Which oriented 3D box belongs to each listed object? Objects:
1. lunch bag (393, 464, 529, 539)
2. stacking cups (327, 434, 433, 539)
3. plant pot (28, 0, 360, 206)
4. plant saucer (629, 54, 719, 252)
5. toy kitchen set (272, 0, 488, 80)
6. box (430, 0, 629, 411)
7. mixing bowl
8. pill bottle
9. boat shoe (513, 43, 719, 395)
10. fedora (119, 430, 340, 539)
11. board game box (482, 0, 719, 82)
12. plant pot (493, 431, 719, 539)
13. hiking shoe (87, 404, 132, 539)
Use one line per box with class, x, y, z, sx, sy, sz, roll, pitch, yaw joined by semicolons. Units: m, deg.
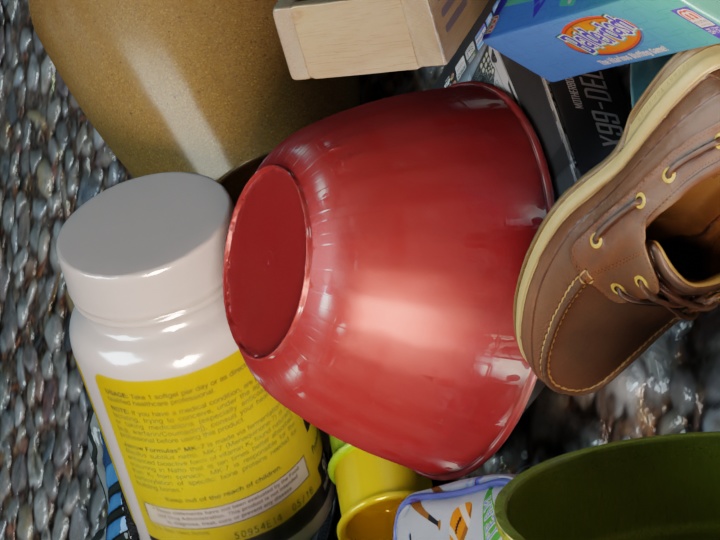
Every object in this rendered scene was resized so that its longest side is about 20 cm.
lunch bag;0.072;0.191;1.284;0.160;0.075;0.200;157;115;-63
stacking cups;-0.001;0.061;1.475;0.061;0.060;0.200;121;147;-41
plant pot;-0.076;-0.105;1.517;0.187;0.186;0.200;-62;36;37
plant saucer;0.183;-0.105;1.171;0.200;0.027;0.201;-22;65;61
toy kitchen set;0.045;-0.223;1.242;0.181;0.163;0.200;-58;-42;-53
box;0.069;-0.025;1.354;0.200;0.050;0.158;-55;39;44
mixing bowl;0.000;0.000;1.314;0.200;0.108;0.201;-21;66;61
pill bottle;-0.089;0.056;1.426;0.114;0.114;0.200;-128;18;-54
boat shoe;0.128;-0.012;1.153;0.200;0.072;0.068;-59;34;37
fedora;-0.084;0.115;1.584;0.201;0.091;0.201;-19;69;61
board game box;0.135;-0.165;1.150;0.152;0.045;0.200;-65;16;-10
plant pot;0.152;0.181;1.022;0.200;0.200;0.193;-154;60;-62
hiking shoe;-0.129;0.149;1.710;0.087;0.074;0.200;35;126;52
